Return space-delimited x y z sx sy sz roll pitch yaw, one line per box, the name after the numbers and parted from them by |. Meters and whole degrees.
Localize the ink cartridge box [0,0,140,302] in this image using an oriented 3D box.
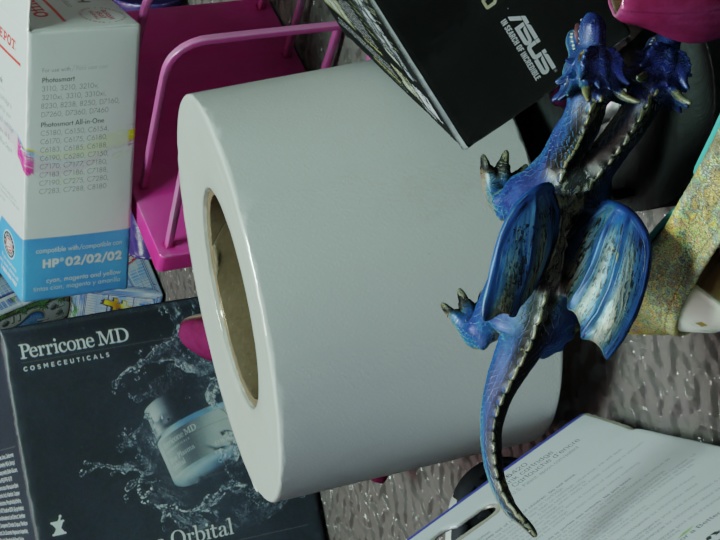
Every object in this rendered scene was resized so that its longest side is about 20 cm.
-0.175 -0.099 1.077 0.115 0.068 0.201 42 133 52 | ink cartridge box

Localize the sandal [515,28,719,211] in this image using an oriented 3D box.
0.099 -0.057 0.821 0.200 0.048 0.076 154 109 -69 | sandal

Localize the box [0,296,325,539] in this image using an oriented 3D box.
-0.145 0.127 1.284 0.117 0.196 0.201 158 101 -66 | box

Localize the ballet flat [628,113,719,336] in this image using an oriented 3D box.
0.147 -0.017 0.722 0.200 0.070 0.071 113 140 -53 | ballet flat

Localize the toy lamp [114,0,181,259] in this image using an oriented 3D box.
-0.156 -0.105 1.400 0.058 0.058 0.201 -138 46 -55 | toy lamp

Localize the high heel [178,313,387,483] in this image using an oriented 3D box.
-0.050 0.073 1.168 0.200 0.067 0.097 2 91 53 | high heel

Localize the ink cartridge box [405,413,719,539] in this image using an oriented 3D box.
0.076 0.136 0.776 0.047 0.197 0.200 61 161 -11 | ink cartridge box

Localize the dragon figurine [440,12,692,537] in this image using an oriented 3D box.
0.073 -0.001 0.728 0.099 0.059 0.201 159 126 -80 | dragon figurine

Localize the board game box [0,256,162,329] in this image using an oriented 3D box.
-0.259 -0.013 1.555 0.200 0.199 0.062 49 145 27 | board game box

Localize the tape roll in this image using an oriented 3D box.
0.000 0.000 0.931 0.203 0.138 0.204 167 90 -78 | tape roll

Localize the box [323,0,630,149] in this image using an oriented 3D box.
0.011 -0.164 0.819 0.164 0.086 0.200 56 179 -24 | box

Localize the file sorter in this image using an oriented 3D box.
-0.074 -0.123 1.095 0.126 0.138 0.200 108 145 -45 | file sorter

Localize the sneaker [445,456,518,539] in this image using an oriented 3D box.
0.076 0.195 0.956 0.083 0.071 0.201 151 108 -67 | sneaker

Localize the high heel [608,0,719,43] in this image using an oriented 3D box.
0.096 -0.144 0.743 0.200 0.095 0.068 -125 33 -45 | high heel
